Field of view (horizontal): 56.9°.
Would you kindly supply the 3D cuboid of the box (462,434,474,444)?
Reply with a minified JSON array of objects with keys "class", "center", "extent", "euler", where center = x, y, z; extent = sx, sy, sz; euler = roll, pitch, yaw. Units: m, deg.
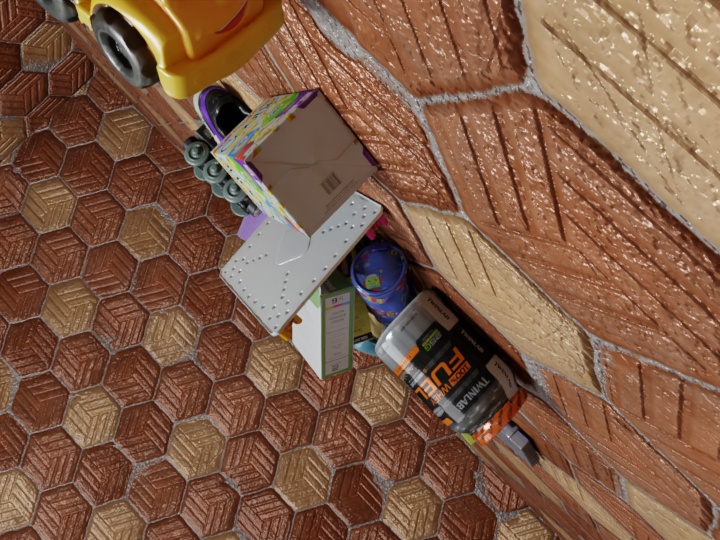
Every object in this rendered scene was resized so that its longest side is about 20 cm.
[{"class":"box","center":[0.219,0.317,1.562],"extent":[0.122,0.047,0.200],"euler":[51,-177,-35]}]

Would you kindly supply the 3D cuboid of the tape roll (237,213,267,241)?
[{"class":"tape roll","center":[-0.129,-0.057,1.253],"extent":[0.197,0.067,0.200],"euler":[24,-177,-1]}]

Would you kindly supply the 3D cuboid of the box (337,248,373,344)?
[{"class":"box","center":[-0.033,0.010,1.026],"extent":[0.075,0.049,0.203],"euler":[-170,66,-68]}]

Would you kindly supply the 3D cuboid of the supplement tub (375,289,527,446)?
[{"class":"supplement tub","center":[0.126,0.135,0.917],"extent":[0.200,0.123,0.123],"euler":[43,173,11]}]

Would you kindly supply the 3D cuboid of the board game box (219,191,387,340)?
[{"class":"board game box","center":[-0.079,-0.028,0.862],"extent":[0.026,0.201,0.199],"euler":[44,174,-37]}]

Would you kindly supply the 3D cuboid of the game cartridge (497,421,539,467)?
[{"class":"game cartridge","center":[0.283,0.316,1.388],"extent":[0.200,0.038,0.130],"euler":[40,167,39]}]

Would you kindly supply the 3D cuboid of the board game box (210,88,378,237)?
[{"class":"board game box","center":[-0.082,-0.123,0.737],"extent":[0.103,0.105,0.200],"euler":[48,171,-23]}]

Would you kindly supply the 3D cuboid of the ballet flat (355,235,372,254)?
[{"class":"ballet flat","center":[0.000,0.000,1.103],"extent":[0.072,0.072,0.200],"euler":[43,172,10]}]

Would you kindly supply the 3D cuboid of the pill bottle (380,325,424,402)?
[{"class":"pill bottle","center":[0.119,0.154,1.101],"extent":[0.112,0.112,0.201],"euler":[38,169,44]}]

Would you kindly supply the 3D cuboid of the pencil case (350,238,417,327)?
[{"class":"pencil case","center":[0.039,0.022,0.967],"extent":[0.077,0.088,0.200],"euler":[5,162,12]}]

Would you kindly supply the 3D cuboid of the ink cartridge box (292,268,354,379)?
[{"class":"ink cartridge box","center":[-0.056,0.044,0.961],"extent":[0.104,0.059,0.203],"euler":[44,141,48]}]

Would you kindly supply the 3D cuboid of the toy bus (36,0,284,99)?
[{"class":"toy bus","center":[-0.150,-0.247,0.433],"extent":[0.200,0.136,0.193],"euler":[42,157,10]}]

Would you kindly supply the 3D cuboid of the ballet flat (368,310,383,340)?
[{"class":"ballet flat","center":[-0.017,0.051,1.295],"extent":[0.199,0.063,0.069],"euler":[38,-163,6]}]

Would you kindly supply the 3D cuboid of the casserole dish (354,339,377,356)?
[{"class":"casserole dish","center":[0.000,0.108,1.351],"extent":[0.120,0.039,0.201],"euler":[22,-156,-41]}]

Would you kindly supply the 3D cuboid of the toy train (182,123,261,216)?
[{"class":"toy train","center":[-0.224,-0.185,1.172],"extent":[0.200,0.114,0.085],"euler":[42,169,16]}]

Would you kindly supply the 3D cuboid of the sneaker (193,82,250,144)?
[{"class":"sneaker","center":[-0.174,-0.194,1.020],"extent":[0.099,0.070,0.201],"euler":[33,166,50]}]
